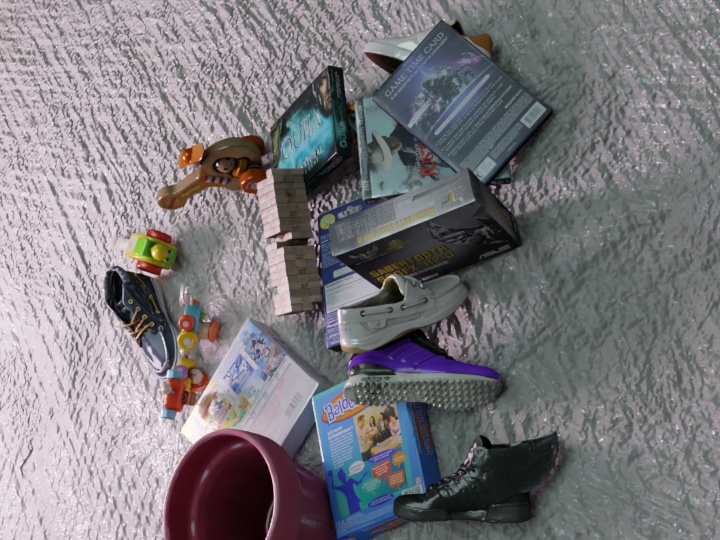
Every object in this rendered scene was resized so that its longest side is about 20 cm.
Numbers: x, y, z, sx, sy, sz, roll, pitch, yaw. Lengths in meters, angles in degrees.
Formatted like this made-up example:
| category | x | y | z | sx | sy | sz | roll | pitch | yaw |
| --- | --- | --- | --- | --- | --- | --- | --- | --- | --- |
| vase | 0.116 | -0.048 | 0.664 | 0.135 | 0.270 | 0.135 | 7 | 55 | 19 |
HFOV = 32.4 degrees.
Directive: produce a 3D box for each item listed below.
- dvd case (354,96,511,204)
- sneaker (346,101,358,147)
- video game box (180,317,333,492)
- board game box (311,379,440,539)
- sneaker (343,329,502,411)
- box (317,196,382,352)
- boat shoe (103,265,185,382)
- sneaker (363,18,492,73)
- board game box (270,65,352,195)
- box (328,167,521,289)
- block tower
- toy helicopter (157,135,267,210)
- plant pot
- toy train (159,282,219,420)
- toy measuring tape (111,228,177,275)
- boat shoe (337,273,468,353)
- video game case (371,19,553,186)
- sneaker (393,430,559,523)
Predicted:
| category | x | y | z | sx | sy | sz | roll | pitch | yaw |
| --- | --- | --- | --- | --- | --- | --- | --- | --- | --- |
| dvd case | 0.094 | -0.173 | 1.642 | 0.197 | 0.022 | 0.148 | -8 | 75 | 12 |
| sneaker | 0.026 | -0.184 | 1.728 | 0.199 | 0.078 | 0.078 | 16 | 90 | 40 |
| video game box | -0.149 | 0.199 | 1.752 | 0.182 | 0.047 | 0.201 | 38 | 99 | 39 |
| board game box | 0.020 | 0.232 | 1.604 | 0.151 | 0.045 | 0.202 | -27 | 60 | 29 |
| sneaker | 0.080 | 0.114 | 1.551 | 0.197 | 0.070 | 0.100 | 1 | 53 | 9 |
| box | 0.000 | 0.000 | 1.710 | 0.120 | 0.032 | 0.203 | -20 | 64 | 32 |
| boat shoe | -0.340 | 0.083 | 1.916 | 0.071 | 0.091 | 0.201 | -41 | 54 | 20 |
| sneaker | 0.099 | -0.308 | 1.723 | 0.198 | 0.073 | 0.085 | 16 | 76 | 33 |
| board game box | -0.074 | -0.188 | 1.782 | 0.200 | 0.028 | 0.137 | -36 | 55 | 54 |
| box | 0.083 | -0.044 | 1.558 | 0.198 | 0.158 | 0.049 | -21 | 63 | 20 |
| block tower | -0.101 | -0.040 | 1.753 | 0.058 | 0.053 | 0.203 | -17 | 79 | 58 |
| toy helicopter | -0.241 | -0.146 | 1.890 | 0.199 | 0.132 | 0.080 | -28 | 59 | 29 |
| plant pot | -0.125 | 0.317 | 1.602 | 0.198 | 0.178 | 0.203 | -15 | 66 | 35 |
| toy train | -0.246 | 0.127 | 1.812 | 0.055 | 0.150 | 0.203 | 7 | 72 | 0 |
| toy measuring tape | -0.342 | -0.030 | 1.992 | 0.199 | 0.073 | 0.074 | 7 | 78 | 63 |
| boat shoe | 0.054 | 0.037 | 1.553 | 0.070 | 0.199 | 0.070 | 6 | 115 | 51 |
| video game case | 0.132 | -0.217 | 1.624 | 0.200 | 0.019 | 0.143 | 42 | 88 | 19 |
| sneaker | 0.137 | 0.243 | 1.469 | 0.197 | 0.060 | 0.106 | 0 | 90 | 11 |
